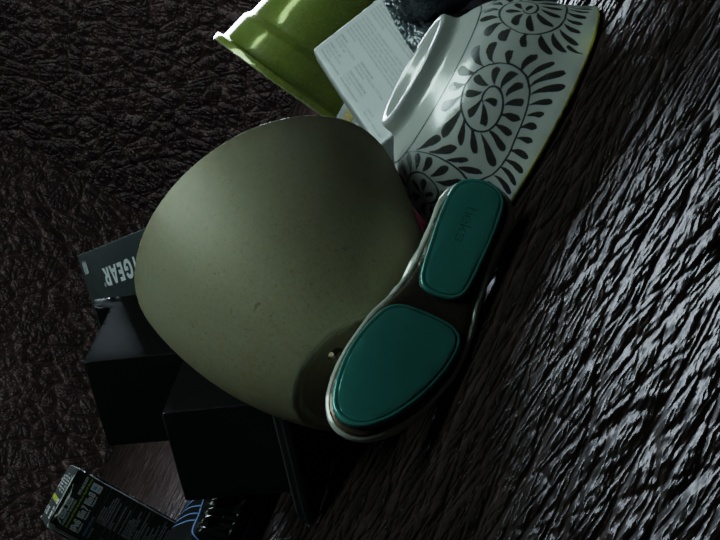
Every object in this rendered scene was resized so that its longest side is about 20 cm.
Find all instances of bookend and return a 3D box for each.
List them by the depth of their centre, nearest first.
[{"bbox_3d":[-0.118,0.099,1.537,0.200,0.197,0.093,-75,-25,-60],"label":"bookend"}]

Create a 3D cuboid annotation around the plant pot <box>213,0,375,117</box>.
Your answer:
[{"bbox_3d":[-0.009,-0.241,2.000,0.185,0.200,0.200,-55,7,4],"label":"plant pot"}]

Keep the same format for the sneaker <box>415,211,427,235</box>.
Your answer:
[{"bbox_3d":[0.000,0.000,1.610,0.081,0.074,0.200,-64,8,-28],"label":"sneaker"}]

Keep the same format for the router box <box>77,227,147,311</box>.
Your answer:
[{"bbox_3d":[-0.123,-0.022,1.698,0.156,0.053,0.200,-18,1,-29],"label":"router box"}]

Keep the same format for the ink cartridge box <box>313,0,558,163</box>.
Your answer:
[{"bbox_3d":[0.073,-0.183,1.631,0.199,0.057,0.163,-35,39,3],"label":"ink cartridge box"}]

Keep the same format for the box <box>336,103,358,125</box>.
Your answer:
[{"bbox_3d":[0.014,-0.115,1.839,0.159,0.048,0.201,92,-159,-59],"label":"box"}]

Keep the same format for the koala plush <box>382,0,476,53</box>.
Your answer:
[{"bbox_3d":[0.082,-0.277,1.544,0.199,0.177,0.184,-37,28,13],"label":"koala plush"}]

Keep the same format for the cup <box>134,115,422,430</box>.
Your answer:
[{"bbox_3d":[-0.031,0.020,1.371,0.201,0.199,0.143,-59,46,23],"label":"cup"}]

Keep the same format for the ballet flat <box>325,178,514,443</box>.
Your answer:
[{"bbox_3d":[0.041,0.034,1.277,0.201,0.069,0.069,-61,6,-28],"label":"ballet flat"}]

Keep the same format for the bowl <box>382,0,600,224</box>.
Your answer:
[{"bbox_3d":[0.076,-0.116,1.438,0.202,0.094,0.201,-60,8,14],"label":"bowl"}]

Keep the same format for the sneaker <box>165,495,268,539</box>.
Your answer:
[{"bbox_3d":[-0.116,0.202,1.683,0.200,0.070,0.078,-81,13,-73],"label":"sneaker"}]

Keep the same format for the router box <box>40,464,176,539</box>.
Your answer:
[{"bbox_3d":[-0.215,0.242,1.917,0.062,0.149,0.200,-61,7,-9],"label":"router box"}]
